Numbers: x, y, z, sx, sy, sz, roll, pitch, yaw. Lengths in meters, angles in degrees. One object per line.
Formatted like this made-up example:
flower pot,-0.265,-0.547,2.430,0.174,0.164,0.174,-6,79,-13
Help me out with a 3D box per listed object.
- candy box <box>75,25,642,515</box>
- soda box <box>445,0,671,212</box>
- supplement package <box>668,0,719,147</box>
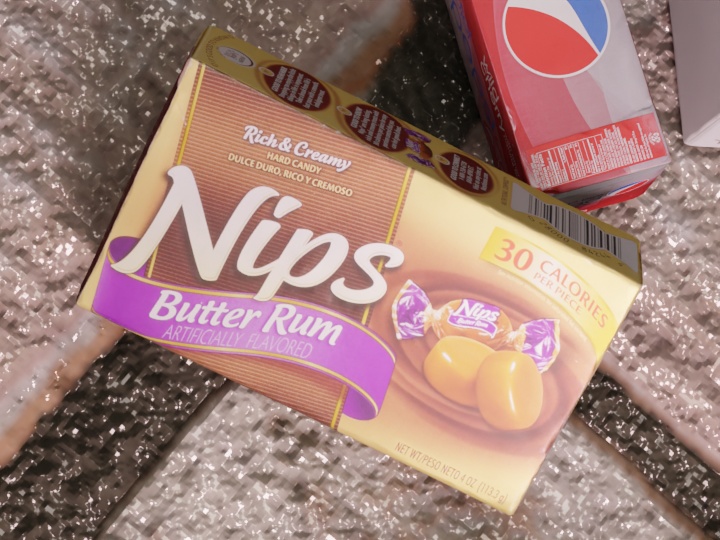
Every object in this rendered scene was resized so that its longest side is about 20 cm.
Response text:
candy box,0.000,0.000,0.892,0.199,0.057,0.117,26,111,-6
soda box,0.070,-0.124,0.949,0.063,0.070,0.201,-15,81,-6
supplement package,0.202,-0.164,0.960,0.116,0.117,0.201,-1,79,-13
